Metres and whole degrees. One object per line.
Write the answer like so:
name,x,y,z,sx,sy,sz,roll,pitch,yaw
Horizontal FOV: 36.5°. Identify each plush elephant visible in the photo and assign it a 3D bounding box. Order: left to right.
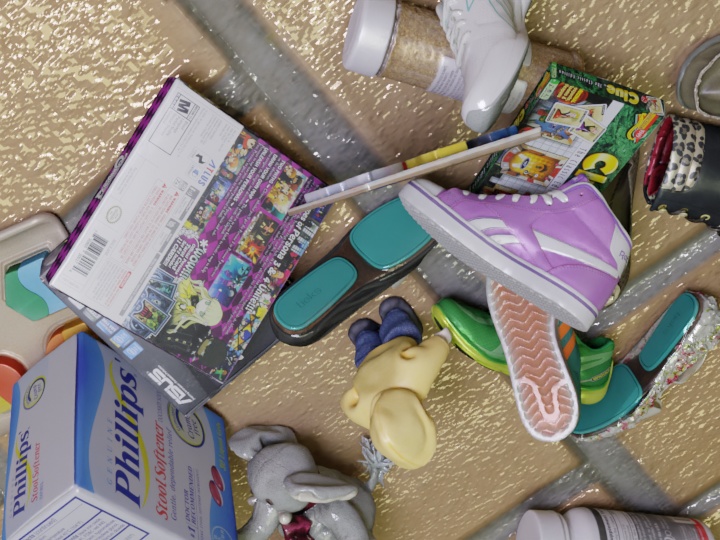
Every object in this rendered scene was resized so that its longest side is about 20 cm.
plush elephant,-0.061,0.238,1.086,0.154,0.164,0.202,27,86,-32

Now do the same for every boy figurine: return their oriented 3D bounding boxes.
boy figurine,0.035,0.099,0.989,0.124,0.201,0.065,-37,115,12

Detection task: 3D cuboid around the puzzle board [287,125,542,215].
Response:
puzzle board,0.035,-0.080,0.877,0.149,0.200,0.018,-18,93,-20

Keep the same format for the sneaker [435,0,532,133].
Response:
sneaker,0.092,-0.190,0.851,0.079,0.202,0.071,17,145,-4

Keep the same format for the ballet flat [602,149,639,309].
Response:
ballet flat,0.227,-0.046,1.009,0.066,0.047,0.203,0,119,-3

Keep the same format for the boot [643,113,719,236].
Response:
boot,0.328,-0.040,1.003,0.151,0.074,0.207,9,107,-8

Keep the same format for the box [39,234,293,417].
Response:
box,-0.167,0.015,1.002,0.161,0.049,0.200,-38,116,7

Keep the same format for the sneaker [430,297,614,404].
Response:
sneaker,0.158,0.062,1.060,0.198,0.074,0.085,21,95,-15

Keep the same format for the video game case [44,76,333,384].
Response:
video game case,-0.140,-0.031,0.936,0.180,0.036,0.202,32,88,-26

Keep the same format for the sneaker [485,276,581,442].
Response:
sneaker,0.159,0.053,0.992,0.070,0.080,0.203,-9,84,14

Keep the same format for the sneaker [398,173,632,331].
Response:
sneaker,0.137,-0.047,0.939,0.199,0.073,0.115,32,84,8

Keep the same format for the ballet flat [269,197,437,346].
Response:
ballet flat,0.000,0.000,1.001,0.199,0.068,0.069,-35,155,-11

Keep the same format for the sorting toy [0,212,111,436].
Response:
sorting toy,-0.325,0.062,1.034,0.183,0.037,0.202,-22,118,8

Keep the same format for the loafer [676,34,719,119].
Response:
loafer,0.374,-0.167,0.940,0.197,0.070,0.076,-7,120,-1

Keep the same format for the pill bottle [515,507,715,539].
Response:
pill bottle,0.273,0.317,1.176,0.197,0.114,0.115,7,119,-8

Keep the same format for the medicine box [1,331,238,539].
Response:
medicine box,-0.218,0.190,1.004,0.102,0.183,0.200,-35,130,18

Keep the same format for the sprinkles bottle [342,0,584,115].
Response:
sprinkles bottle,0.086,-0.176,0.915,0.197,0.069,0.069,14,117,-12

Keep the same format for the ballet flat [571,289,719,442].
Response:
ballet flat,0.291,0.107,1.087,0.063,0.076,0.200,28,116,-27

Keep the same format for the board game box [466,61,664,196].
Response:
board game box,0.166,-0.091,0.946,0.103,0.024,0.201,13,144,-13
